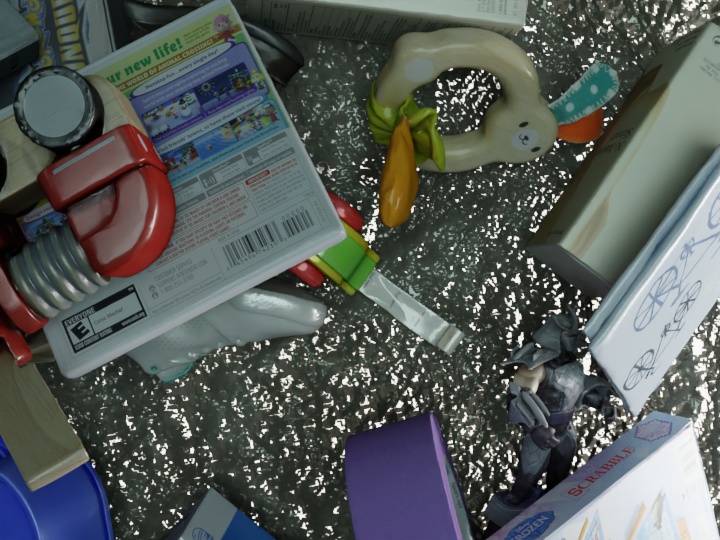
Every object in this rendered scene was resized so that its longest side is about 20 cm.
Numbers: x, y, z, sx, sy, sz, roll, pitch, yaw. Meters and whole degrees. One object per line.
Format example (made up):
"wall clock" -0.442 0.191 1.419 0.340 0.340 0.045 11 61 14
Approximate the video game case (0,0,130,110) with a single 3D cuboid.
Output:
"video game case" -0.246 -0.146 0.725 0.179 0.025 0.202 -9 93 19

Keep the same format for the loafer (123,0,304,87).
"loafer" -0.140 -0.157 0.756 0.198 0.073 0.072 10 93 3

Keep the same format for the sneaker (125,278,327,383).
"sneaker" -0.125 0.043 0.760 0.198 0.075 0.090 6 94 4

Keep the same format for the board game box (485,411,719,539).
"board game box" 0.190 0.240 0.750 0.198 0.041 0.202 -27 108 -30

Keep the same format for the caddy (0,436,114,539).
"caddy" -0.246 0.213 0.729 0.140 0.105 0.202 -10 90 16

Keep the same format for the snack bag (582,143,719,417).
"snack bag" 0.236 0.007 0.754 0.021 0.200 0.189 33 85 30

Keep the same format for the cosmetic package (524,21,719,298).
"cosmetic package" 0.218 -0.079 0.777 0.071 0.105 0.201 35 85 -4

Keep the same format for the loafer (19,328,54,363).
"loafer" -0.214 0.028 0.694 0.198 0.068 0.077 -9 74 5

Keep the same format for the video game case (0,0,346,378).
"video game case" -0.135 -0.056 0.659 0.199 0.022 0.183 -27 78 0

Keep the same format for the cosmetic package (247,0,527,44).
"cosmetic package" 0.017 -0.213 0.752 0.198 0.104 0.074 6 89 -8

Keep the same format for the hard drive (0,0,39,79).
"hard drive" -0.330 -0.143 0.651 0.140 0.033 0.200 44 59 9

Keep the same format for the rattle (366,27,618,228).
"rattle" 0.109 -0.092 0.739 0.198 0.143 0.131 14 119 -18

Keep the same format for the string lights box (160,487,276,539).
"string lights box" -0.068 0.263 0.750 0.200 0.059 0.103 39 121 -5

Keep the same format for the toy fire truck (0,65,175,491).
"toy fire truck" -0.180 0.007 0.586 0.175 0.129 0.201 -29 89 -2

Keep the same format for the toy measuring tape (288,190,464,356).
"toy measuring tape" 0.000 0.000 0.770 0.199 0.074 0.074 38 87 -5

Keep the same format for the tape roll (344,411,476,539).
"tape roll" 0.048 0.204 0.708 0.065 0.200 0.202 -17 93 6

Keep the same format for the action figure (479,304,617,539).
"action figure" 0.147 0.124 0.778 0.129 0.069 0.202 -4 104 -42
